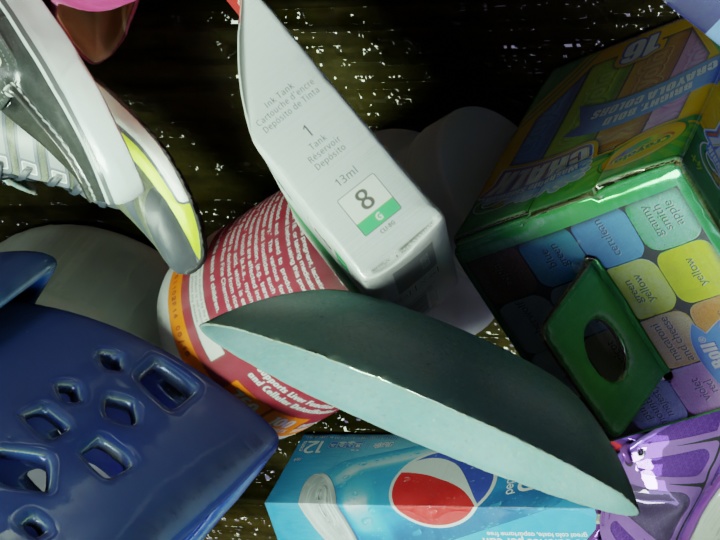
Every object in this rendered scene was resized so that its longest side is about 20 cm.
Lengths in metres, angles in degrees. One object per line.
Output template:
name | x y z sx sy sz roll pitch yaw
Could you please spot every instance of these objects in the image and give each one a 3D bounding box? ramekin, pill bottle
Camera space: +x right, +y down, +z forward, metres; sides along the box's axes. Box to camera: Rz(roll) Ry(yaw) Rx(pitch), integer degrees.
ramekin | -0.157 0.071 1.331 0.200 0.098 0.201 12 128 15
pill bottle | 0.000 0.000 1.196 0.200 0.113 0.113 -31 108 38

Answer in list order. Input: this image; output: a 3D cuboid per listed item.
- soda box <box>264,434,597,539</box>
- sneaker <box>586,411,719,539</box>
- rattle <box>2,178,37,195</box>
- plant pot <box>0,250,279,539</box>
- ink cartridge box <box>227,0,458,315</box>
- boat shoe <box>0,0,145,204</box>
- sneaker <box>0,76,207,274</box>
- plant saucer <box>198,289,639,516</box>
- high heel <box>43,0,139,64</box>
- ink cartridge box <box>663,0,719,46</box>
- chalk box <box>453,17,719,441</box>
soda box | 0.054 0.134 1.305 0.200 0.064 0.068 -2 124 25
sneaker | 0.141 0.114 1.200 0.083 0.081 0.200 32 92 -10
rattle | -0.255 -0.108 1.262 0.200 0.130 0.143 25 149 -31
plant pot | -0.190 0.119 1.186 0.180 0.200 0.200 43 132 6
ink cartridge box | -0.036 -0.068 1.046 0.050 0.161 0.200 -40 79 -3
boat shoe | -0.172 -0.107 1.126 0.200 0.057 0.069 56 173 10
sneaker | -0.157 -0.065 1.194 0.200 0.074 0.081 44 89 1
plant saucer | 0.030 0.047 1.010 0.201 0.039 0.201 22 172 3
high heel | -0.118 -0.125 1.124 0.200 0.067 0.096 31 144 63
ink cartridge box | 0.225 -0.133 1.021 0.200 0.076 0.136 38 131 -4
chalk box | 0.134 -0.012 1.068 0.124 0.200 0.124 -20 115 34
